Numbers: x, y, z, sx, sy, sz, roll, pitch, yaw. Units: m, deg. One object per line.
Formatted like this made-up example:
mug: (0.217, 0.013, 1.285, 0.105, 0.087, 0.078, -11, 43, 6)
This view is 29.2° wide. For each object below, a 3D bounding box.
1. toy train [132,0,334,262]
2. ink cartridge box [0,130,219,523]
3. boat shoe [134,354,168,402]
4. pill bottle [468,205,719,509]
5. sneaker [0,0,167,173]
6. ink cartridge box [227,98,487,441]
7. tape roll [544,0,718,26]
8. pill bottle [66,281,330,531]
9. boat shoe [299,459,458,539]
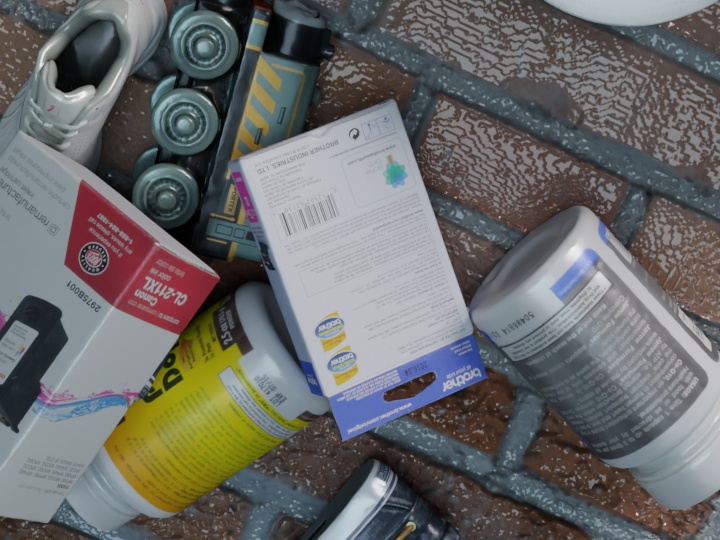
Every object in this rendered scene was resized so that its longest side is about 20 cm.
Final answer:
toy train: (-0.090, -0.100, 0.955, 0.113, 0.085, 0.201, 13, 104, -14)
ink cartridge box: (-0.211, 0.038, 0.886, 0.145, 0.083, 0.201, 36, 92, 27)
boat shoe: (-0.202, 0.012, 0.983, 0.199, 0.071, 0.091, 28, 75, 29)
pill bottle: (0.180, 0.063, 0.960, 0.114, 0.114, 0.200, -41, 99, 14)
sneaker: (-0.208, -0.112, 0.945, 0.078, 0.099, 0.201, 28, 106, -4)
ink cartridge box: (0.000, 0.000, 0.931, 0.119, 0.042, 0.201, -22, 95, -18)
tape roll: (0.165, -0.260, 0.856, 0.201, 0.139, 0.204, 1, 106, 3)
pill bottle: (-0.123, 0.103, 0.996, 0.199, 0.109, 0.110, -35, 101, 12)
boat shoe: (-0.017, 0.243, 1.040, 0.091, 0.071, 0.200, 39, 104, -6)
